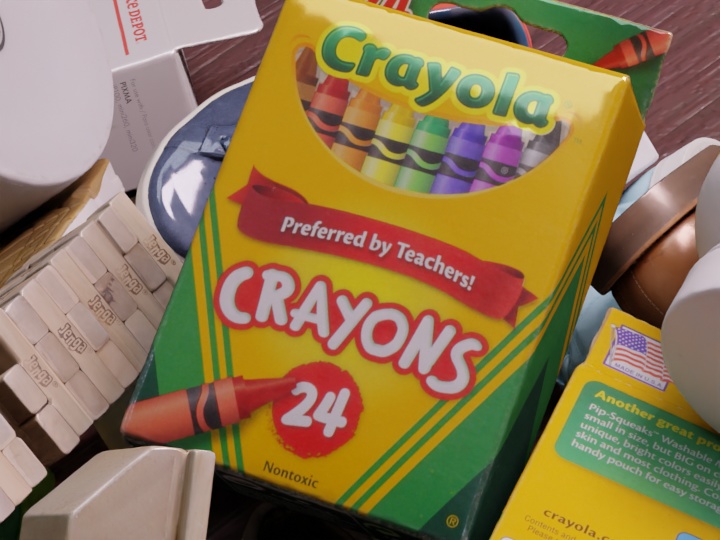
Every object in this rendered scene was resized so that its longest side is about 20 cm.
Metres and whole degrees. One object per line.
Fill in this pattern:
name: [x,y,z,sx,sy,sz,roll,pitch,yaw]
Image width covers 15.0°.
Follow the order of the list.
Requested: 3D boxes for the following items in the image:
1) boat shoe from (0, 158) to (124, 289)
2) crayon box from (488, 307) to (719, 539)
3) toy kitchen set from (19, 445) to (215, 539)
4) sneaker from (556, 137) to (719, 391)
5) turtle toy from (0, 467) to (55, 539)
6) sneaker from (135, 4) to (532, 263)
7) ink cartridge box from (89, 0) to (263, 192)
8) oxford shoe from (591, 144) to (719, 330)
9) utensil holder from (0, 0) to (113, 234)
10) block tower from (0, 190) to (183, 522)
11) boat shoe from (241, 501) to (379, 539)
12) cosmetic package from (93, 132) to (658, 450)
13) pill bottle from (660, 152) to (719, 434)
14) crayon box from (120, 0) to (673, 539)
boat shoe: [-0.117,0.012,1.115,0.071,0.069,0.200,-31,11,16]
crayon box: [0.099,0.110,0.861,0.125,0.052,0.200,24,41,7]
toy kitchen set: [-0.140,0.119,0.759,0.179,0.164,0.200,10,-9,-18]
sneaker: [0.106,0.042,1.022,0.082,0.074,0.200,-36,22,39]
turtle toy: [-0.210,0.098,1.012,0.199,0.102,0.146,-16,30,-2]
sneaker: [-0.008,-0.067,1.198,0.200,0.075,0.084,-34,5,-28]
ink cartridge box: [-0.141,-0.084,1.313,0.199,0.068,0.117,-17,31,-1]
oxford shoe: [0.163,-0.026,1.002,0.200,0.071,0.071,-37,80,-33]
utensil holder: [-0.225,-0.062,1.146,0.199,0.170,0.170,-29,22,29]
block tower: [-0.133,0.053,0.950,0.058,0.054,0.200,-30,13,44]
boat shoe: [0.004,0.144,0.884,0.072,0.061,0.202,-20,31,-10]
cosmetic package: [0.000,0.000,1.072,0.200,0.052,0.151,-36,6,-32]
pill bottle: [0.180,-0.031,0.907,0.112,0.113,0.200,10,49,35]
crayon box: [0.014,-0.013,0.926,0.126,0.051,0.201,16,78,17]
